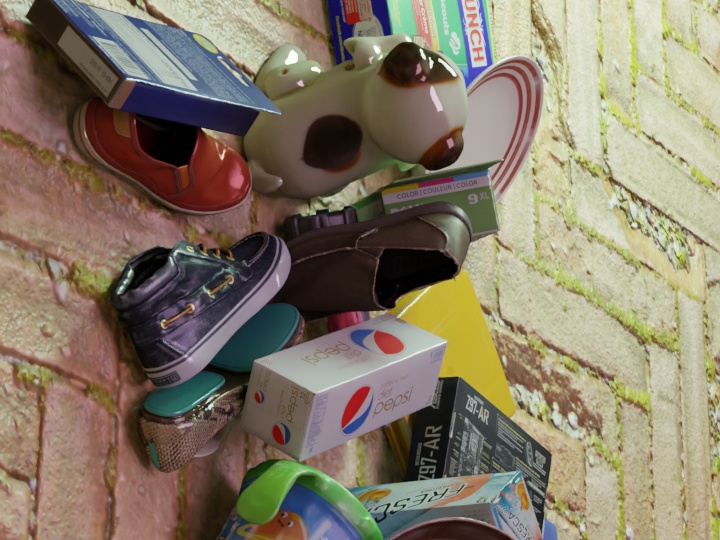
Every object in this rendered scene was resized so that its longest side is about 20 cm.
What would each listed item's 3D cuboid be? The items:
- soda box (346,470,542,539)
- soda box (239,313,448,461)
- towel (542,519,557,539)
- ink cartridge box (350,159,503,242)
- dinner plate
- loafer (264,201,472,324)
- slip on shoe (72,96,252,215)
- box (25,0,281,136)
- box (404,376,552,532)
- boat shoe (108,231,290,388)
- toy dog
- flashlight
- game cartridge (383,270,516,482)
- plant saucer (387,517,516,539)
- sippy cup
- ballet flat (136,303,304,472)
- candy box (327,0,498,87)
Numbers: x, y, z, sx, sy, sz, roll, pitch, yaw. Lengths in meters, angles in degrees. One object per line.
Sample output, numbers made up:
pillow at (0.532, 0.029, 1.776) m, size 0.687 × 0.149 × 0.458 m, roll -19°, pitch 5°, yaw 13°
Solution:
soda box at (0.053, 0.222, 1.717) m, size 0.064 × 0.199 × 0.069 m, roll -36°, pitch 110°, yaw -52°
soda box at (-0.011, 0.094, 1.672) m, size 0.199 × 0.068 × 0.064 m, roll -17°, pitch 126°, yaw -54°
towel at (0.143, 0.296, 1.990) m, size 0.200 × 0.024 × 0.146 m, roll 32°, pitch 55°, yaw -48°
ink cartridge box at (0.062, -0.050, 1.796) m, size 0.103 × 0.200 × 0.060 m, roll -10°, pitch 87°, yaw -12°
dinner plate at (0.116, -0.125, 1.990) m, size 0.200 × 0.024 × 0.201 m, roll -39°, pitch 145°, yaw -34°
loafer at (0.000, 0.000, 1.699) m, size 0.071 × 0.199 × 0.073 m, roll -95°, pitch 161°, yaw -57°
slip on shoe at (-0.149, -0.095, 1.632) m, size 0.199 × 0.061 × 0.075 m, roll 26°, pitch 59°, yaw -52°
box at (-0.160, -0.161, 1.595) m, size 0.121 × 0.033 × 0.199 m, roll 46°, pitch 22°, yaw 29°
box at (0.111, 0.213, 1.896) m, size 0.200 × 0.043 × 0.162 m, roll 39°, pitch 53°, yaw -48°
boat shoe at (-0.127, 0.003, 1.628) m, size 0.091 × 0.070 × 0.200 m, roll 63°, pitch 37°, yaw -21°
toy dog at (0.003, -0.140, 1.742) m, size 0.194 × 0.199 × 0.141 m, roll -33°, pitch 107°, yaw -54°
flashlight at (-0.019, 0.046, 1.786) m, size 0.068 × 0.067 × 0.202 m, roll -99°, pitch 180°, yaw -86°
game cartridge at (0.076, 0.104, 1.940) m, size 0.200 × 0.032 × 0.178 m, roll -40°, pitch 115°, yaw -55°
plant saucer at (0.067, 0.299, 1.609) m, size 0.198 × 0.034 × 0.202 m, roll 1°, pitch 87°, yaw -20°
sippy cup at (-0.068, 0.245, 1.607) m, size 0.178 × 0.139 × 0.131 m, roll 54°, pitch 52°, yaw -19°
ballet flat at (-0.113, 0.101, 1.640) m, size 0.200 × 0.067 × 0.076 m, roll -41°, pitch 136°, yaw -47°
candy box at (0.053, -0.243, 1.955) m, size 0.199 × 0.076 × 0.171 m, roll -8°, pitch 89°, yaw -57°
